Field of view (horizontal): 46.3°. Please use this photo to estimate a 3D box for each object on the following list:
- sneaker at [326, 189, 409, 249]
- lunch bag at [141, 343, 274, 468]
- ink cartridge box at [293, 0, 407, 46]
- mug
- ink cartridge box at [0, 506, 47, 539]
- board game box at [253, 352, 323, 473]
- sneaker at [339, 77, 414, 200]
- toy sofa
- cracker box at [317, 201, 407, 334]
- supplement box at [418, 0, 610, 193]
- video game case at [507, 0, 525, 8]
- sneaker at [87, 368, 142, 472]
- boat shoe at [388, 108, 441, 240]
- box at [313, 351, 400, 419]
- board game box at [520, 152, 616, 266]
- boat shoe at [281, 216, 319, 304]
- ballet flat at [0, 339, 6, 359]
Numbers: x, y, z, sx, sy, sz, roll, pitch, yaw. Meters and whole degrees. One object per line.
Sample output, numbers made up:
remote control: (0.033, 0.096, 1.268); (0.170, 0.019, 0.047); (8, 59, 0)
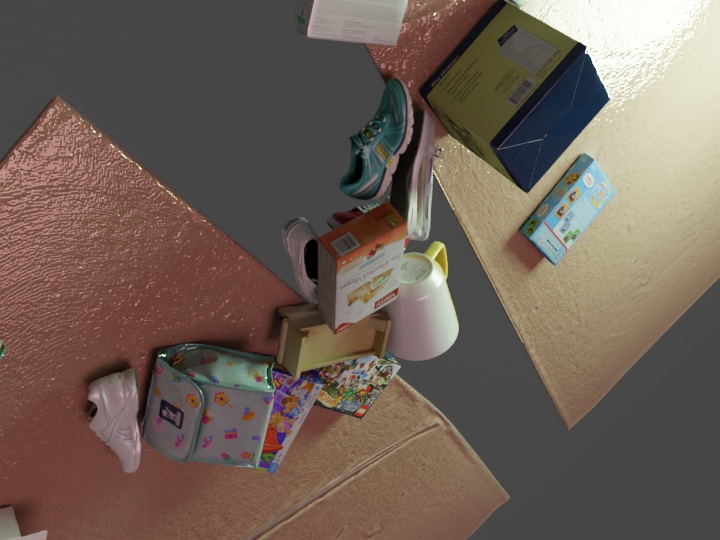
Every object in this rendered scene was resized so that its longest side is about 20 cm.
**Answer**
sneaker: (0.032, -0.092, 1.386); (0.198, 0.071, 0.113); (12, 118, -54)
lunch bag: (-0.246, 0.217, 1.352); (0.195, 0.123, 0.173); (9, 119, -15)
ink cartridge box: (0.004, -0.409, 1.124); (0.158, 0.050, 0.204); (-6, 122, -37)
mug: (0.096, 0.041, 1.518); (0.146, 0.189, 0.155); (-10, 132, 3)
ink cartridge box: (-0.592, 0.437, 1.289); (0.197, 0.068, 0.118); (-2, 124, -38)
board game box: (-0.170, 0.255, 1.491); (0.132, 0.045, 0.203); (19, 109, -29)
sneaker: (0.025, -0.197, 1.294); (0.078, 0.078, 0.203); (3, 121, -31)
toy sofa: (-0.052, 0.111, 1.455); (0.197, 0.097, 0.085); (-9, 123, -36)
cracker box: (0.000, 0.000, 1.337); (0.132, 0.058, 0.202); (-29, 150, -22)
supplement box: (0.238, -0.274, 1.312); (0.200, 0.200, 0.134); (-47, 140, 3)
video game case: (0.237, -0.518, 1.237); (0.179, 0.036, 0.202); (16, 111, -47)
sneaker: (-0.382, 0.237, 1.315); (0.078, 0.071, 0.204); (-7, 126, -17)
boat shoe: (0.091, -0.152, 1.343); (0.064, 0.074, 0.208); (7, 88, -33)
box: (-0.025, 0.203, 1.606); (0.199, 0.038, 0.138); (26, 104, -49)
board game box: (0.429, -0.122, 1.729); (0.201, 0.037, 0.151); (-50, 140, 5)
boat shoe: (-0.073, 0.002, 1.377); (0.073, 0.065, 0.201); (-39, 139, -8)
ballet flat: (-0.541, 0.166, 1.127); (0.061, 0.068, 0.203); (27, 101, -20)
